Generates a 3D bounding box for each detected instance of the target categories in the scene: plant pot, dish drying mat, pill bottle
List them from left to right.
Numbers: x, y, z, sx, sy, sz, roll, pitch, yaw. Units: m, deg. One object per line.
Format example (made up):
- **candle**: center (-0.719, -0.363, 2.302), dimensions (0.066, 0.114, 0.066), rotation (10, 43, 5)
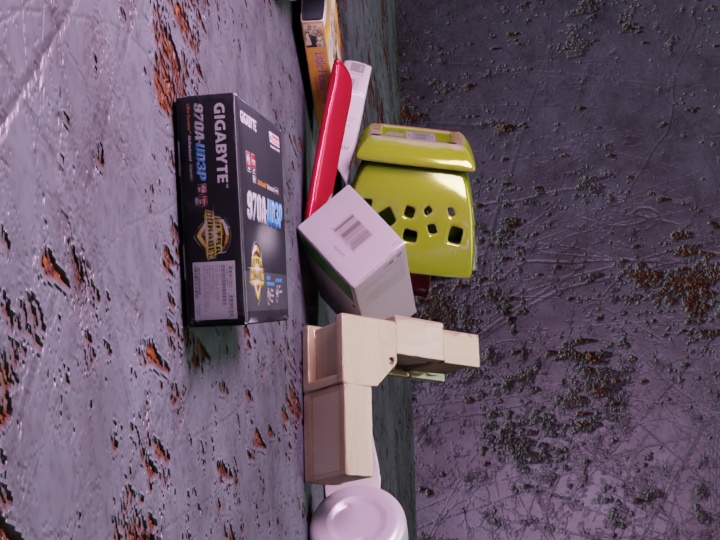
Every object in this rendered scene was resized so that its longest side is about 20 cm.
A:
- **dish drying mat**: center (-0.038, -0.144, 1.605), dimensions (0.077, 0.018, 0.203), rotation (51, 49, -73)
- **pill bottle**: center (0.006, 0.348, 1.536), dimensions (0.112, 0.109, 0.202), rotation (-87, 172, -48)
- **plant pot**: center (0.074, -0.108, 1.934), dimensions (0.200, 0.196, 0.184), rotation (-79, 175, -76)

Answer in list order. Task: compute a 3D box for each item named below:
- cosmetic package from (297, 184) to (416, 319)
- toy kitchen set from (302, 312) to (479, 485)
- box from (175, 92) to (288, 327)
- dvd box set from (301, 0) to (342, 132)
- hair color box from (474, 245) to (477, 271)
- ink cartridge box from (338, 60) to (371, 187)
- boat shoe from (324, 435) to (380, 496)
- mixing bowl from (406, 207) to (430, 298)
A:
- **cosmetic package**: center (0.000, 0.000, 1.592), dimensions (0.108, 0.085, 0.201), rotation (45, -13, 23)
- **toy kitchen set**: center (0.014, 0.160, 1.550), dimensions (0.162, 0.198, 0.183), rotation (-22, -116, 51)
- **box**: center (-0.093, -0.039, 1.013), dimensions (0.200, 0.045, 0.161), rotation (18, 69, -84)
- **dvd box set**: center (-0.046, -0.289, 1.678), dimensions (0.201, 0.029, 0.148), rotation (82, 7, -53)
- **hair color box**: center (0.224, -0.040, 3.706), dimensions (0.060, 0.197, 0.102), rotation (177, -91, -66)
- **ink cartridge box**: center (-0.028, -0.188, 1.953), dimensions (0.161, 0.049, 0.202), rotation (-81, -175, -67)
- **boat shoe**: center (-0.015, 0.221, 1.670), dimensions (0.069, 0.071, 0.203), rotation (48, 30, -82)
- **mixing bowl**: center (0.045, -0.053, 2.144), dimensions (0.200, 0.107, 0.203), rotation (176, -90, -85)
